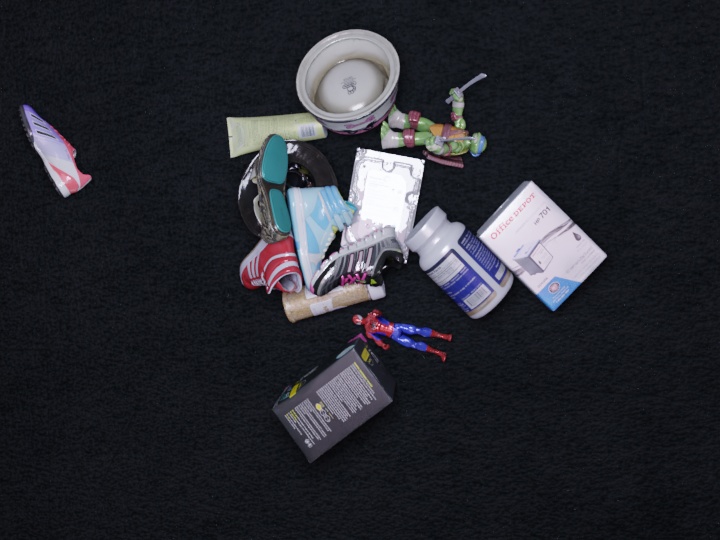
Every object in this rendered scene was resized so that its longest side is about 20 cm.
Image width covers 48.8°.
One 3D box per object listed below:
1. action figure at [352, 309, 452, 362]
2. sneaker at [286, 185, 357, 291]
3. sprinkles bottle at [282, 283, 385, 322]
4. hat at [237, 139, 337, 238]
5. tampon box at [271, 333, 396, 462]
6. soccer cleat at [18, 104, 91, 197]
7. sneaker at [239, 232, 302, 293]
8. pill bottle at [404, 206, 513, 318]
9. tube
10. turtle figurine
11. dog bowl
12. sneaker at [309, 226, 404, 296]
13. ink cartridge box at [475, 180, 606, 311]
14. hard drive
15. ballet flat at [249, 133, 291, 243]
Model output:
[{"bbox_3d":[0.076,0.124,1.533,0.196,0.099,0.066,17,96,6],"label":"action figure"},{"bbox_3d":[-0.062,-0.064,1.487,0.128,0.080,0.204,-11,111,-10],"label":"sneaker"},{"bbox_3d":[-0.052,0.044,1.549,0.196,0.068,0.070,-16,94,7],"label":"sprinkles bottle"},{"bbox_3d":[-0.145,-0.154,1.525,0.196,0.081,0.205,-4,107,-13],"label":"hat"},{"bbox_3d":[-0.047,0.239,1.527,0.199,0.150,0.127,-37,92,8],"label":"tampon box"},{"bbox_3d":[-0.612,-0.246,1.582,0.072,0.068,0.202,-29,89,-16],"label":"soccer cleat"},{"bbox_3d":[-0.170,0.015,1.497,0.070,0.200,0.114,-4,63,-30],"label":"sneaker"},{"bbox_3d":[0.182,-0.017,1.488,0.200,0.116,0.116,44,98,-6],"label":"pill bottle"},{"bbox_3d":[-0.163,-0.272,1.540,0.196,0.059,0.052,-7,140,9],"label":"tube"},{"bbox_3d":[0.137,-0.280,1.452,0.190,0.200,0.147,7,81,13],"label":"turtle figurine"},{"bbox_3d":[-0.017,-0.342,1.467,0.196,0.074,0.204,-5,66,11],"label":"dog bowl"},{"bbox_3d":[0.000,0.000,1.466,0.198,0.074,0.088,-31,70,-17],"label":"sneaker"},{"bbox_3d":[0.337,-0.048,1.494,0.200,0.086,0.147,43,98,-2],"label":"ink cartridge box"},{"bbox_3d":[0.043,-0.126,1.538,0.137,0.038,0.204,11,96,4],"label":"hard drive"},{"bbox_3d":[-0.168,-0.145,1.432,0.075,0.067,0.204,-21,68,41],"label":"ballet flat"}]
